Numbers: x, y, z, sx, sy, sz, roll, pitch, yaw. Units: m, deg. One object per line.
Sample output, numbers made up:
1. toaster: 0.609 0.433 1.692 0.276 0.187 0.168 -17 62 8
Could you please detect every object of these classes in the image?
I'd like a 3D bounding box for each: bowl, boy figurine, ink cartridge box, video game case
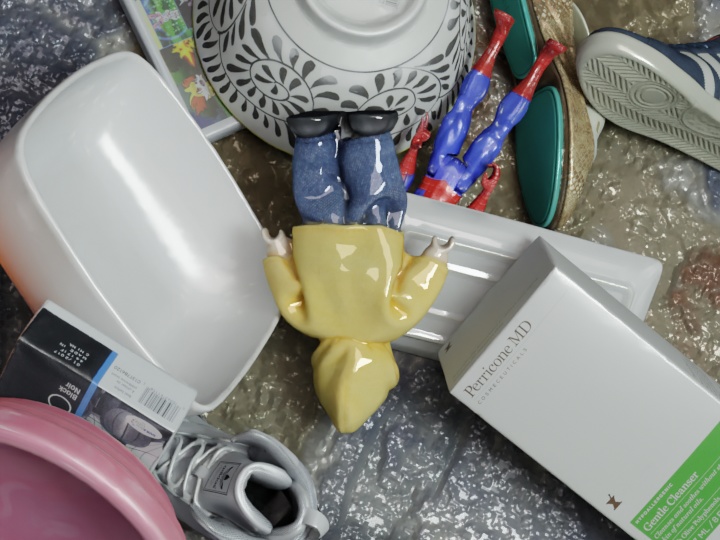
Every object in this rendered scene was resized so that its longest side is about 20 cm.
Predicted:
1. bowl: -0.008 -0.179 0.990 0.199 0.094 0.203 2 79 -11
2. bowl: -0.142 -0.016 0.907 0.074 0.200 0.201 -26 105 24
3. boy figurine: 0.000 0.000 0.949 0.123 0.064 0.202 -3 98 9
4. ink cartridge box: -0.173 0.111 0.864 0.099 0.201 0.039 30 43 -3
5. video game case: -0.078 -0.207 1.042 0.181 0.022 0.201 -25 84 -16

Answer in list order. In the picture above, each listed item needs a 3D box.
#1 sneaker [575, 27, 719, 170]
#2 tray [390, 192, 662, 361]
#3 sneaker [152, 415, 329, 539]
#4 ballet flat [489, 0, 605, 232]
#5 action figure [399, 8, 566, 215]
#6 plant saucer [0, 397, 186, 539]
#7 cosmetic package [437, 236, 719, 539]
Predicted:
1. sneaker: 0.227 -0.135 1.045 0.199 0.075 0.085 24 66 -34
2. tray: 0.094 0.022 0.998 0.198 0.022 0.108 14 108 -8
3. sneaker: -0.104 0.114 0.915 0.199 0.115 0.076 31 73 -3
4. ballet flat: 0.138 -0.126 1.047 0.065 0.070 0.202 -3 82 -27
5. action figure: 0.063 -0.072 1.004 0.065 0.052 0.201 28 98 3
6. plant saucer: -0.178 0.143 0.832 0.199 0.201 0.051 31 42 -3
7. cosmetic package: 0.158 0.085 0.962 0.199 0.085 0.108 37 101 -11
